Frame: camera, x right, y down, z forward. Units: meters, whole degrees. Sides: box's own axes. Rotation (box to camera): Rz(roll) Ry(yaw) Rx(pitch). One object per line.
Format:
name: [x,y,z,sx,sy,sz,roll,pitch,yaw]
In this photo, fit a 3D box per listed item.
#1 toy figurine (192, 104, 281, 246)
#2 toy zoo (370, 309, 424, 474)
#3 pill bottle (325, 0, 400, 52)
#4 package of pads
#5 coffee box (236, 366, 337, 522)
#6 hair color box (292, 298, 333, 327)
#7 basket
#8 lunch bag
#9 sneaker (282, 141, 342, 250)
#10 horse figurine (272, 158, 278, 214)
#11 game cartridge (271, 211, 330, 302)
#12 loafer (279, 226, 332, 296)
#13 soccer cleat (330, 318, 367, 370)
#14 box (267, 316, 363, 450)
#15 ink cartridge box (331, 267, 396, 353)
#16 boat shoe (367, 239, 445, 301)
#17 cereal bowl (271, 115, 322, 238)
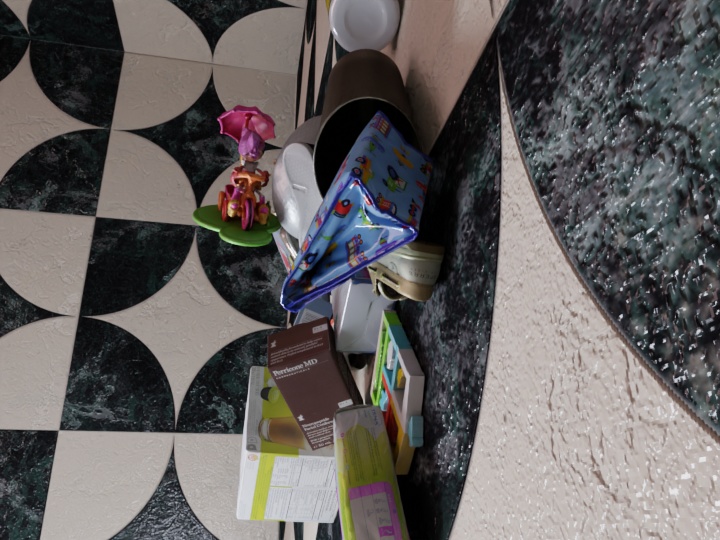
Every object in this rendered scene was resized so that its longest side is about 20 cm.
toy figurine: [-0.182,-0.160,0.947,0.200,0.145,0.190,-130,45,-61]
toy zoo: [0.045,0.152,0.751,0.201,0.020,0.135,-110,26,-66]
pill bottle: [-0.002,-0.438,0.975,0.203,0.109,0.115,-98,16,-50]
package of pads: [0.008,0.281,0.706,0.203,0.066,0.158,-104,11,-46]
coffee box: [-0.128,0.331,1.156,0.202,0.191,0.204,-99,18,-53]
hair color box: [-0.074,0.114,1.097,0.200,0.059,0.102,67,-136,-77]
basket: [0.008,-0.190,0.792,0.203,0.131,0.184,-91,-2,-48]
lunch bag: [-0.022,-0.051,0.674,0.199,0.093,0.152,-42,18,35]
sneaker: [-0.044,-0.082,0.843,0.099,0.069,0.206,-34,-67,-59]
horse figurine: [-0.091,-0.125,1.048,0.050,0.130,0.203,-49,-16,-36]
game cartridge: [-0.115,-0.006,1.186,0.133,0.040,0.203,41,157,39]
loafer: [-0.080,-0.009,1.052,0.062,0.200,0.074,-12,49,37]
soccer cleat: [-0.023,0.147,1.022,0.070,0.077,0.201,-52,-17,-19]
box: [-0.062,0.176,0.921,0.076,0.097,0.204,-100,-9,-54]
ink cartridge box: [0.000,0.000,0.903,0.203,0.074,0.139,-100,18,-48]
boat shoe: [0.038,0.000,0.702,0.200,0.072,0.069,-178,97,-80]
cereal bowl: [-0.040,-0.134,0.952,0.082,0.197,0.206,25,117,39]
